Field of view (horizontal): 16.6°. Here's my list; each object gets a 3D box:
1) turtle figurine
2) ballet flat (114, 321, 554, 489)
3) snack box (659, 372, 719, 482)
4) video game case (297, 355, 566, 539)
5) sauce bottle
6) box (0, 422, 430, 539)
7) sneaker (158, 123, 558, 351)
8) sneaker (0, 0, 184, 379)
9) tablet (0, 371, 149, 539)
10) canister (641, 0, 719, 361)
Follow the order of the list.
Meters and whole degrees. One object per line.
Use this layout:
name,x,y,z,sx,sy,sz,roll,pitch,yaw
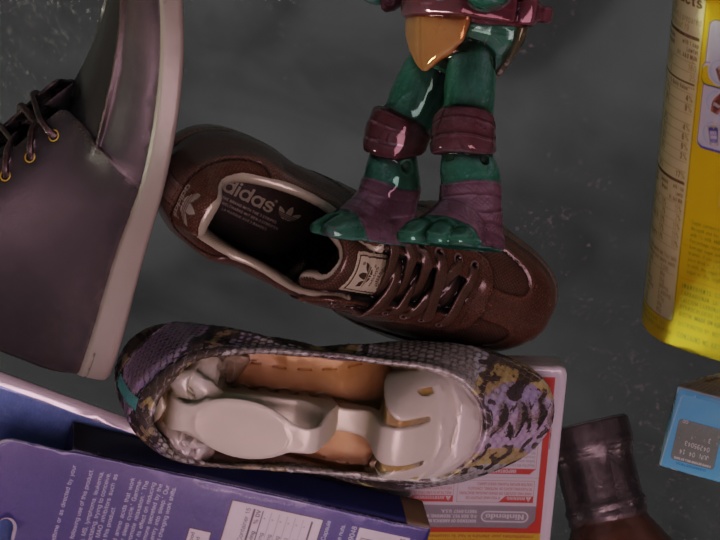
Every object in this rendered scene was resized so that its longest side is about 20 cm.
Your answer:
turtle figurine,0.029,-0.110,1.003,0.100,0.150,0.202,5,89,-18
ballet flat,-0.008,0.066,1.075,0.198,0.072,0.073,6,111,-9
snack box,0.208,0.074,1.070,0.115,0.200,0.037,14,96,19
video game case,0.017,0.134,1.146,0.142,0.017,0.202,2,108,-8
sauce bottle,0.127,0.169,1.146,0.064,0.065,0.202,-14,81,-3
box,-0.080,0.140,1.104,0.198,0.032,0.122,13,111,-14
sneaker,0.000,0.000,1.087,0.199,0.076,0.071,19,108,-16
sneaker,-0.138,-0.050,1.045,0.105,0.075,0.201,10,111,-13
tablet,-0.161,0.109,1.104,0.199,0.014,0.131,22,109,-16
canister,0.198,-0.057,1.067,0.148,0.086,0.202,16,118,26
